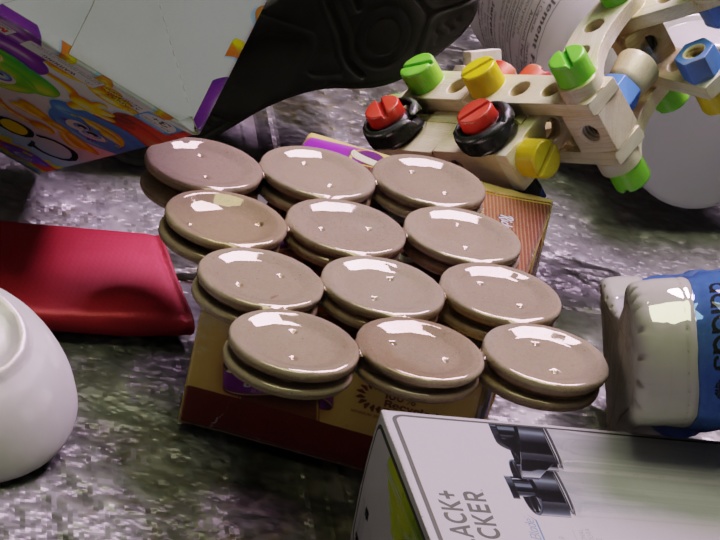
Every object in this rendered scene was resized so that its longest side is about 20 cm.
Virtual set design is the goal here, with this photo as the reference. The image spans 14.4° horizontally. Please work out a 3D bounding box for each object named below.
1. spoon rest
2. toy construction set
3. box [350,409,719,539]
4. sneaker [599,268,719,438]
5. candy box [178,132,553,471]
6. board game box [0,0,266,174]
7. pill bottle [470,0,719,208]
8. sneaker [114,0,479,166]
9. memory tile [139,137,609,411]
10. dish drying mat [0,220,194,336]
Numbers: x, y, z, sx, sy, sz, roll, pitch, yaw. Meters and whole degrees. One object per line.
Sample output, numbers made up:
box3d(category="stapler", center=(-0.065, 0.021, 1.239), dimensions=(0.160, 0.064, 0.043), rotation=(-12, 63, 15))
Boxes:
box3d(category="spoon rest", center=(-0.163, 0.007, 1.107), dimensions=(0.099, 0.061, 0.200), rotation=(4, 47, -17))
box3d(category="toy construction set", center=(0.080, -0.082, 1.316), dimensions=(0.131, 0.092, 0.200), rotation=(-49, 18, -27))
box3d(category="box", center=(0.105, 0.111, 1.021), dimensions=(0.200, 0.060, 0.117), rotation=(6, 25, -13))
box3d(category="sneaker", center=(0.153, 0.032, 1.113), dimensions=(0.111, 0.077, 0.200), rotation=(-3, -6, 0))
box3d(category="candy box", center=(0.008, 0.014, 1.184), dimensions=(0.117, 0.057, 0.200), rotation=(15, 26, 6))
box3d(category="board game box", center=(-0.124, -0.116, 1.201), dimensions=(0.103, 0.105, 0.200), rotation=(31, -15, -20))
box3d(category="pill bottle", center=(0.138, -0.115, 1.444), dimensions=(0.114, 0.114, 0.200), rotation=(1, 27, -22))
box3d(category="sneaker", center=(-0.046, -0.122, 1.369), dimensions=(0.199, 0.076, 0.114), rotation=(-24, 30, -8))
box3d(category="memory tile", center=(0.000, 0.000, 1.127), dimensions=(0.153, 0.017, 0.200), rotation=(3, 28, -19))
box3d(category="dish drying mat", center=(-0.172, 0.001, 1.171), dimensions=(0.200, 0.018, 0.077), rotation=(5, 29, -19))
